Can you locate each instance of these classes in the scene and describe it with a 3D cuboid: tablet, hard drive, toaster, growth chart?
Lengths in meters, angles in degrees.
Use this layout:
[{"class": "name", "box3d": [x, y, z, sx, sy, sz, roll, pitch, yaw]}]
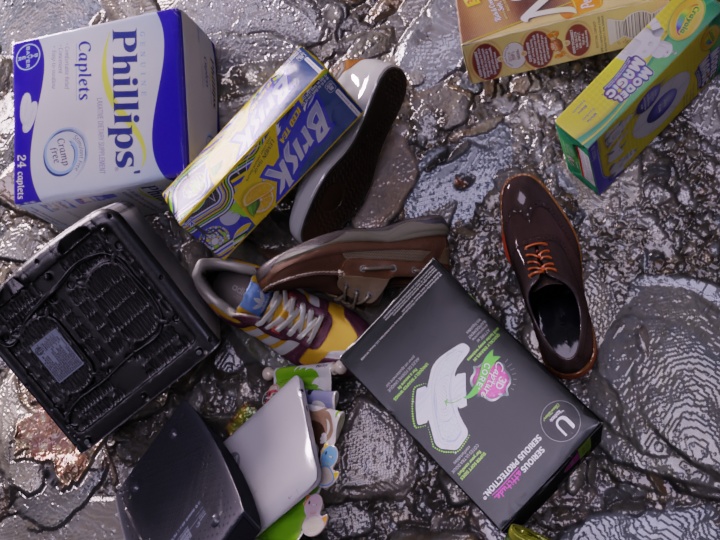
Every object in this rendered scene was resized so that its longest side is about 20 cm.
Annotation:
[{"class": "tablet", "box3d": [-0.114, 0.200, 0.970, 0.200, 0.014, 0.131, -42, 36, 20]}, {"class": "hard drive", "box3d": [-0.160, 0.220, 0.960, 0.136, 0.042, 0.200, -54, 32, 3]}, {"class": "toaster", "box3d": [-0.259, 0.044, 1.023, 0.180, 0.119, 0.201, -38, 100, 3]}, {"class": "growth chart", "box3d": [-0.065, 0.172, 0.959, 0.143, 0.018, 0.203, -18, 49, 44]}]

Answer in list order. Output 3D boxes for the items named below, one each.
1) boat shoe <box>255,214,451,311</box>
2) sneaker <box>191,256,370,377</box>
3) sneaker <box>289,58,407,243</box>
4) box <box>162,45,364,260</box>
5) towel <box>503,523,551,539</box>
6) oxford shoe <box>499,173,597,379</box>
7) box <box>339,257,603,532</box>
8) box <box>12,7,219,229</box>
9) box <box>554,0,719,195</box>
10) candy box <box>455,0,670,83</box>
[{"class": "boat shoe", "box3d": [0.000, 0.000, 0.988, 0.196, 0.076, 0.073, -12, 83, -16]}, {"class": "sneaker", "box3d": [-0.076, 0.046, 1.016, 0.197, 0.090, 0.076, 21, 83, 18]}, {"class": "sneaker", "box3d": [-0.028, -0.122, 1.064, 0.084, 0.073, 0.203, 23, 82, 38]}, {"class": "box", "box3d": [-0.094, -0.112, 1.003, 0.200, 0.070, 0.064, -46, 41, 4]}, {"class": "towel", "box3d": [0.132, 0.295, 0.870, 0.085, 0.018, 0.203, 26, 126, 12]}, {"class": "oxford shoe", "box3d": [0.175, -0.004, 0.971, 0.070, 0.073, 0.204, -20, 73, 10]}, {"class": "box", "box3d": [0.102, 0.115, 0.922, 0.124, 0.149, 0.200, -44, 70, -1]}, {"class": "box", "box3d": [-0.256, -0.157, 1.103, 0.196, 0.105, 0.188, -9, 75, 12]}, {"class": "box", "box3d": [0.269, -0.172, 0.963, 0.200, 0.117, 0.048, -48, 65, 0]}, {"class": "candy box", "box3d": [0.193, -0.261, 1.018, 0.196, 0.056, 0.117, -11, 51, 11]}]
